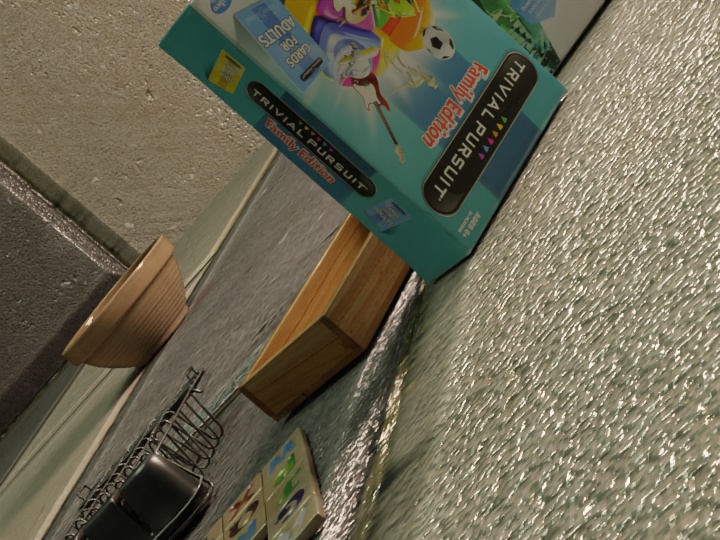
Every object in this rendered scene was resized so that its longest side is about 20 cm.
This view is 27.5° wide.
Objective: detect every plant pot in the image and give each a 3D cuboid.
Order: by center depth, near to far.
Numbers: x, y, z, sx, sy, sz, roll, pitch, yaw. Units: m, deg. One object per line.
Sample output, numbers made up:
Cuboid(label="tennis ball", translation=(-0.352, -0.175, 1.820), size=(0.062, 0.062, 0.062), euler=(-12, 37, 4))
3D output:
Cuboid(label="plant pot", translation=(-0.288, 0.059, 1.904), size=(0.201, 0.093, 0.201), euler=(-49, 8, 10))

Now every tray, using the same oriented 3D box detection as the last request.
Cuboid(label="tray", translation=(0.000, 0.000, 0.935), size=(0.099, 0.037, 0.200), euler=(-41, 13, 42))

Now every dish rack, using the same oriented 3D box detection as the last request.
Cuboid(label="dish rack", translation=(-0.153, 0.152, 1.008), size=(0.153, 0.055, 0.200), euler=(-46, 8, 16))

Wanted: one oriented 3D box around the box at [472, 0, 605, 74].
Cuboid(label="box", translation=(0.080, -0.233, 0.973), size=(0.145, 0.200, 0.036), euler=(-54, 7, -23))

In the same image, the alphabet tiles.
Cuboid(label="alphabet tiles", translation=(-0.090, 0.175, 0.747), size=(0.200, 0.008, 0.167), euler=(-49, 9, 2))

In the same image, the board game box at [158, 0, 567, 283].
Cuboid(label="board game box", translation=(0.008, -0.115, 0.837), size=(0.047, 0.200, 0.151), euler=(-38, 15, 51))
